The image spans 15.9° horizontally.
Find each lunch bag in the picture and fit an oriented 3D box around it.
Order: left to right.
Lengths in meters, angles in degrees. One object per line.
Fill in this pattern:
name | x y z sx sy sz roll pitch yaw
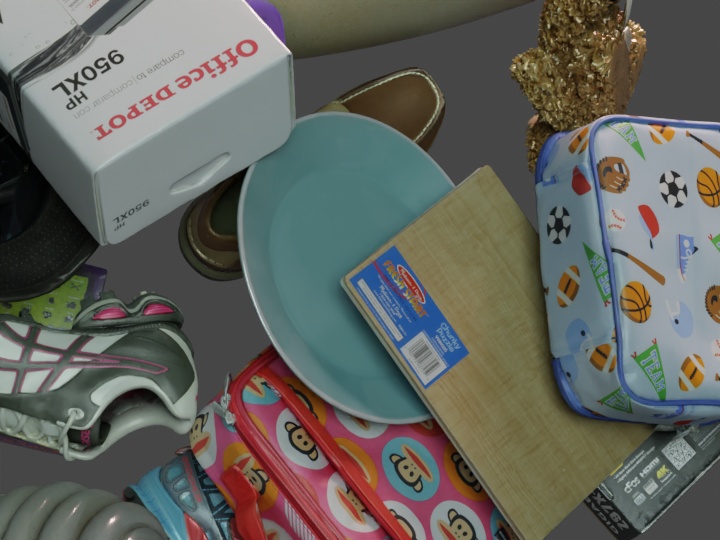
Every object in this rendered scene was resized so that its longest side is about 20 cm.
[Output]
lunch bag | -0.009 0.135 1.571 0.200 0.082 0.176 51 42 3
lunch bag | 0.191 0.005 1.615 0.159 0.075 0.202 4 76 -36

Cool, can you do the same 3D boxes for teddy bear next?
teddy bear | 0.140 -0.140 1.668 0.066 0.201 0.145 12 47 20

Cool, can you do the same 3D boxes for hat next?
hat | -0.247 -0.049 1.579 0.199 0.081 0.202 5 59 -9

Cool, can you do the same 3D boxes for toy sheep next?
toy sheep | -0.174 0.192 1.530 0.198 0.138 0.139 1 75 23

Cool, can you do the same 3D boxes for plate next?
plate | 0.000 0.000 1.580 0.199 0.026 0.202 16 63 -34

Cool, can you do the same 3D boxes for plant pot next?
plant pot | -0.015 -0.214 1.649 0.199 0.187 0.188 -26 83 0

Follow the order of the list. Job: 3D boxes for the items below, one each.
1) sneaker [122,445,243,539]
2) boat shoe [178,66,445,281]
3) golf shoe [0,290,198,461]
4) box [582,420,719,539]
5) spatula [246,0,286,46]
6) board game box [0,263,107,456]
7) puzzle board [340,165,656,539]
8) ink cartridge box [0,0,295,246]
sneaker | -0.055 0.190 1.587 0.095 0.079 0.200 -37 87 -18
boat shoe | -0.026 -0.063 1.651 0.200 0.074 0.076 -38 86 -16
golf shoe | -0.194 0.071 1.544 0.198 0.077 0.088 -13 53 -12
box | 0.191 0.052 1.682 0.200 0.049 0.160 -42 85 -16
spatula | -0.060 -0.068 1.594 0.056 0.021 0.202 -10 96 8
board game box | -0.267 0.035 1.606 0.198 0.032 0.121 14 71 -7
puzzle board | 0.089 0.052 1.595 0.151 0.017 0.201 -38 93 -38
ink cartridge box | -0.151 -0.135 1.533 0.144 0.084 0.200 -33 64 -18
